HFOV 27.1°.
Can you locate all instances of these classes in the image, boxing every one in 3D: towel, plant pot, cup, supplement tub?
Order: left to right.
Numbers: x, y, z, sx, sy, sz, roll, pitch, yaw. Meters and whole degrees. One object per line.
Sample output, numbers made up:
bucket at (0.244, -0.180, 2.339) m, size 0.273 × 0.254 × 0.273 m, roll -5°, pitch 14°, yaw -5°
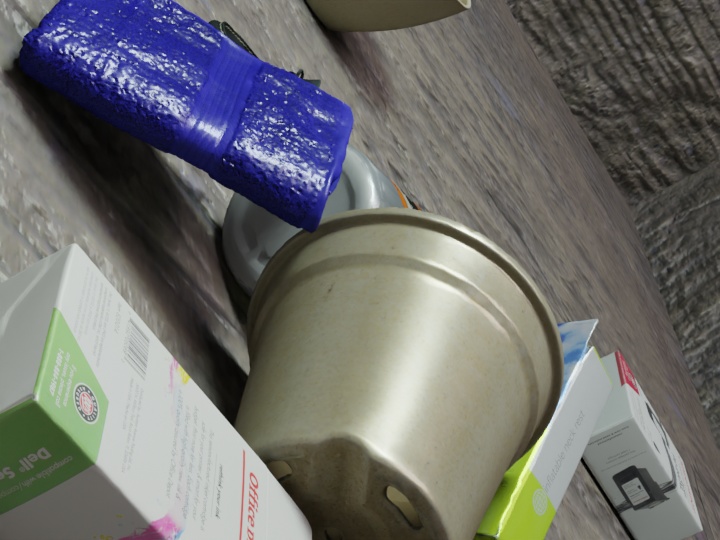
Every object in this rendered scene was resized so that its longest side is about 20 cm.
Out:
towel at (-0.097, -0.111, 0.897) m, size 0.199 × 0.050 × 0.148 m, roll 28°, pitch 24°, yaw -11°
supplement tub at (0.000, 0.000, 1.056) m, size 0.200 × 0.122 × 0.123 m, roll 40°, pitch 27°, yaw -56°
cup at (0.007, -0.331, 1.567) m, size 0.201 × 0.142 × 0.201 m, roll 56°, pitch 17°, yaw -27°
plant pot at (0.004, 0.096, 0.840) m, size 0.201 × 0.199 × 0.184 m, roll 57°, pitch 28°, yaw -19°

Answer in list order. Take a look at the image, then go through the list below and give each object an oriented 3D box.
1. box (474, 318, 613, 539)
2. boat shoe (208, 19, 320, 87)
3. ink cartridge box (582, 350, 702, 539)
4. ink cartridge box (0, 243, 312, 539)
box at (0.088, 0.120, 1.009) m, size 0.048 × 0.121 × 0.200 m, roll 58°, pitch 44°, yaw -25°
boat shoe at (-0.053, -0.124, 1.183) m, size 0.200 × 0.066 × 0.075 m, roll 57°, pitch 17°, yaw -22°
ink cartridge box at (0.333, 0.224, 1.833) m, size 0.201 × 0.083 × 0.146 m, roll 56°, pitch 17°, yaw -25°
ink cartridge box at (-0.100, 0.102, 0.671) m, size 0.200 × 0.067 × 0.117 m, roll 54°, pitch 18°, yaw -28°
